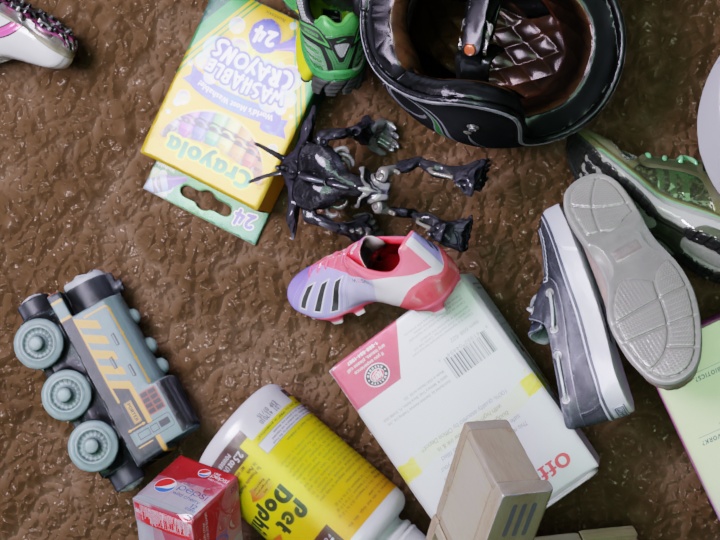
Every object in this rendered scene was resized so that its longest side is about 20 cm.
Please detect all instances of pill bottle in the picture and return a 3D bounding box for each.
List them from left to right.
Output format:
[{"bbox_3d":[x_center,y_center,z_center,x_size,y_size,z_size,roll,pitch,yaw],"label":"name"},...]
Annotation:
[{"bbox_3d":[-0.038,0.200,1.182,0.200,0.109,0.109,40,96,9],"label":"pill bottle"}]

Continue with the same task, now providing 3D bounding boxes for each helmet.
[{"bbox_3d":[0.111,-0.192,1.121,0.199,0.190,0.202,-3,84,32],"label":"helmet"}]

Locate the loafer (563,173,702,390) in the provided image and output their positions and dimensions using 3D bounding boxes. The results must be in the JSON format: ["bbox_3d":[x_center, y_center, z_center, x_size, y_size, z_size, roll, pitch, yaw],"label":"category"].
[{"bbox_3d":[0.225,0.012,1.103,0.071,0.063,0.201,-23,59,5],"label":"loafer"}]

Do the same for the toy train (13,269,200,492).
[{"bbox_3d":[-0.232,0.098,1.239,0.114,0.085,0.201,-30,82,-3],"label":"toy train"}]

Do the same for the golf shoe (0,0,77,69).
[{"bbox_3d":[-0.352,-0.219,1.269,0.199,0.073,0.093,24,100,20],"label":"golf shoe"}]

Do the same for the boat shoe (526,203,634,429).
[{"bbox_3d":[0.172,0.038,1.143,0.067,0.072,0.201,-20,63,16],"label":"boat shoe"}]

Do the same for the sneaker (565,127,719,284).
[{"bbox_3d":[0.268,-0.070,1.163,0.199,0.077,0.089,36,64,10],"label":"sneaker"}]

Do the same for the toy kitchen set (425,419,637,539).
[{"bbox_3d":[0.175,0.233,1.047,0.199,0.164,0.181,-1,127,-21],"label":"toy kitchen set"}]

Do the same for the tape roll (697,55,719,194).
[{"bbox_3d":[0.379,-0.123,1.102,0.201,0.071,0.204,0,77,0],"label":"tape roll"}]

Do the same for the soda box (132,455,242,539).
[{"bbox_3d":[-0.142,0.265,1.171,0.063,0.070,0.201,15,124,27],"label":"soda box"}]

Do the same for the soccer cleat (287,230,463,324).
[{"bbox_3d":[0.000,0.000,1.157,0.077,0.199,0.067,50,58,-29],"label":"soccer cleat"}]

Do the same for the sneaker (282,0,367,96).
[{"bbox_3d":[-0.027,-0.252,1.172,0.077,0.085,0.201,-7,56,-13],"label":"sneaker"}]

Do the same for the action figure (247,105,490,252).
[{"bbox_3d":[0.007,-0.074,1.184,0.199,0.102,0.120,14,97,15],"label":"action figure"}]

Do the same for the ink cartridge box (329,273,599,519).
[{"bbox_3d":[0.092,0.124,1.172,0.145,0.083,0.201,-36,83,9],"label":"ink cartridge box"}]

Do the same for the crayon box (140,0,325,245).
[{"bbox_3d":[-0.112,-0.140,1.230,0.125,0.052,0.201,26,94,10],"label":"crayon box"}]

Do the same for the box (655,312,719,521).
[{"bbox_3d":[0.353,0.120,1.118,0.175,0.097,0.201,-26,84,9],"label":"box"}]
